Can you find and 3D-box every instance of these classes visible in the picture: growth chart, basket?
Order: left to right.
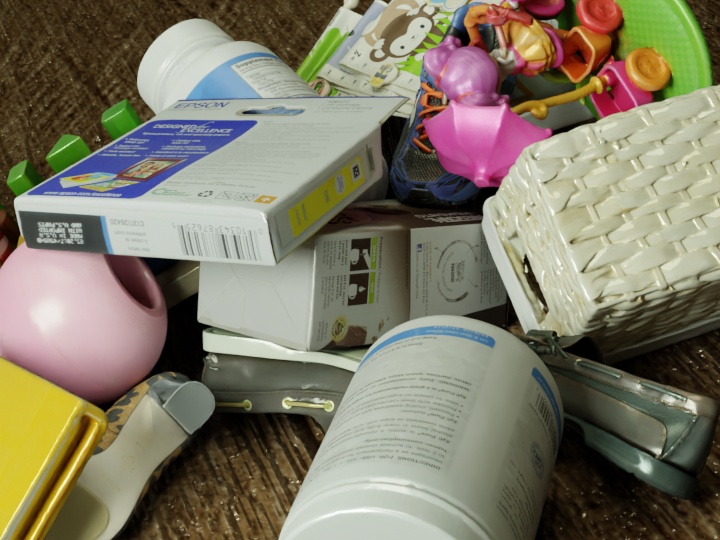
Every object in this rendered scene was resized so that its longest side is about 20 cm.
[{"bbox_3d":[0.037,-0.181,1.495,0.199,0.018,0.145,10,61,37],"label":"growth chart"},{"bbox_3d":[0.198,-0.031,1.197,0.199,0.136,0.123,-18,-17,-11],"label":"basket"}]

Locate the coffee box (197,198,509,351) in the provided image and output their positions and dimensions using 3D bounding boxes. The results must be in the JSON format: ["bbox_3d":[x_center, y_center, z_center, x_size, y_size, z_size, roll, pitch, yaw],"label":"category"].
[{"bbox_3d":[0.000,0.000,1.248,0.200,0.080,0.113,-6,13,-45],"label":"coffee box"}]

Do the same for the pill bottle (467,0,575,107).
[{"bbox_3d":[0.132,-0.191,1.544,0.200,0.111,0.111,-15,17,46],"label":"pill bottle"}]

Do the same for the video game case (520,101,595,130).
[{"bbox_3d":[0.153,-0.123,1.479,0.199,0.023,0.182,-18,3,-4],"label":"video game case"}]

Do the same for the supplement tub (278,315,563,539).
[{"bbox_3d":[0.036,0.125,1.006,0.131,0.132,0.200,-2,27,18],"label":"supplement tub"}]

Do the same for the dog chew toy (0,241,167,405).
[{"bbox_3d":[-0.230,0.058,1.243,0.200,0.125,0.125,-34,22,16],"label":"dog chew toy"}]

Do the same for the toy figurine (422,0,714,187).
[{"bbox_3d":[0.117,-0.139,1.280,0.184,0.150,0.200,-29,74,-29],"label":"toy figurine"}]

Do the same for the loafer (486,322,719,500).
[{"bbox_3d":[0.145,0.072,1.120,0.072,0.063,0.200,25,6,-42],"label":"loafer"}]

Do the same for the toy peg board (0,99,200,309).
[{"bbox_3d":[-0.218,-0.025,1.369,0.200,0.098,0.199,-30,25,10],"label":"toy peg board"}]

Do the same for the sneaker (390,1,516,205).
[{"bbox_3d":[0.064,-0.124,1.349,0.075,0.079,0.200,3,46,16],"label":"sneaker"}]

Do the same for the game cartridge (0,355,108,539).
[{"bbox_3d":[-0.259,0.133,1.120,0.200,0.032,0.177,20,76,48],"label":"game cartridge"}]

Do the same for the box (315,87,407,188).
[{"bbox_3d":[-0.034,-0.084,1.496,0.100,0.075,0.200,2,32,27],"label":"box"}]

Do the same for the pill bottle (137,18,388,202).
[{"bbox_3d":[-0.080,-0.101,1.358,0.112,0.113,0.200,-27,53,-28],"label":"pill bottle"}]

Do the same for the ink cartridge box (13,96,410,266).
[{"bbox_3d":[-0.092,-0.064,1.207,0.197,0.047,0.200,3,23,30],"label":"ink cartridge box"}]

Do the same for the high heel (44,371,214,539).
[{"bbox_3d":[-0.181,0.139,1.181,0.200,0.072,0.143,-36,4,-12],"label":"high heel"}]

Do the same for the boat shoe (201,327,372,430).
[{"bbox_3d":[-0.013,0.079,1.200,0.200,0.061,0.072,8,8,25],"label":"boat shoe"}]
